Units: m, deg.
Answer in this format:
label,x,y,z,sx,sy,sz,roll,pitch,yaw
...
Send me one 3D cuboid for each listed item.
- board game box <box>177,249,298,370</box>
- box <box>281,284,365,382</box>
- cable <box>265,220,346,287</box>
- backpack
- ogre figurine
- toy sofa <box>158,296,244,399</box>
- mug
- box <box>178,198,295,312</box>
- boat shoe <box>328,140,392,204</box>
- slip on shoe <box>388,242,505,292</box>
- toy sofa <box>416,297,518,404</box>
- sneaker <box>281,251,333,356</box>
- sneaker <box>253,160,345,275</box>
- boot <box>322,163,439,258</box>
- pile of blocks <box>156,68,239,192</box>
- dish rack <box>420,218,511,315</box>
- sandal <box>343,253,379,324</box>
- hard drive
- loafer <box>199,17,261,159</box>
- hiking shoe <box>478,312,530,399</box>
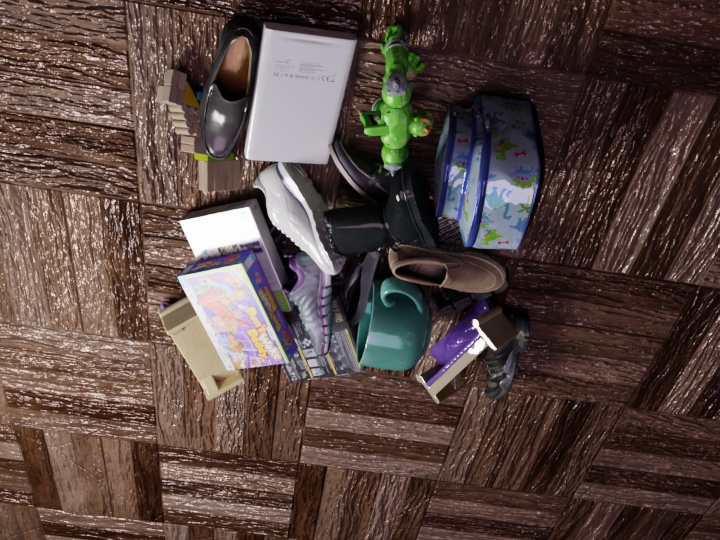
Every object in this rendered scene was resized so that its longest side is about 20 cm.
label,x,y,z,sx,sy,sz,roll,pitch,yaw
board game box,-0.207,0.072,1.179,0.132,0.045,0.202,-10,118,25
box,-0.088,0.121,1.306,0.158,0.050,0.202,-9,128,13
cable,-0.126,-0.018,1.194,0.196,0.051,0.165,-8,129,11
backpack,0.177,-0.133,0.985,0.144,0.202,0.185,4,131,0
ogre figurine,0.049,-0.221,0.973,0.096,0.121,0.202,16,129,-10
toy sofa,-0.302,0.137,1.317,0.082,0.098,0.202,-28,128,-10
mug,0.064,0.096,1.194,0.112,0.185,0.155,10,85,-7
box,-0.205,-0.015,1.175,0.142,0.036,0.203,-7,116,23
boat shoe,0.030,-0.143,1.076,0.062,0.073,0.200,-36,124,19
slip on shoe,0.141,0.002,1.121,0.197,0.061,0.077,17,127,-8
toy sofa,0.182,0.142,1.248,0.098,0.082,0.201,52,133,17
sneaker,-0.090,0.053,1.176,0.086,0.075,0.203,0,115,-5
sneaker,-0.094,-0.078,1.099,0.080,0.076,0.202,-29,89,24
boot,0.023,-0.080,1.010,0.159,0.075,0.199,-3,157,16
pile of blocks,-0.244,-0.212,1.049,0.062,0.082,0.203,18,135,48
dish rack,0.154,-0.019,1.177,0.152,0.055,0.201,-26,121,21
sandal,0.000,-0.001,1.191,0.042,0.076,0.203,10,119,-8
hard drive,-0.090,-0.248,0.997,0.130,0.026,0.202,0,132,-21
loafer,-0.188,-0.247,0.969,0.071,0.073,0.203,10,116,-11
hiking shoe,0.253,0.155,1.309,0.099,0.076,0.203,15,122,6
